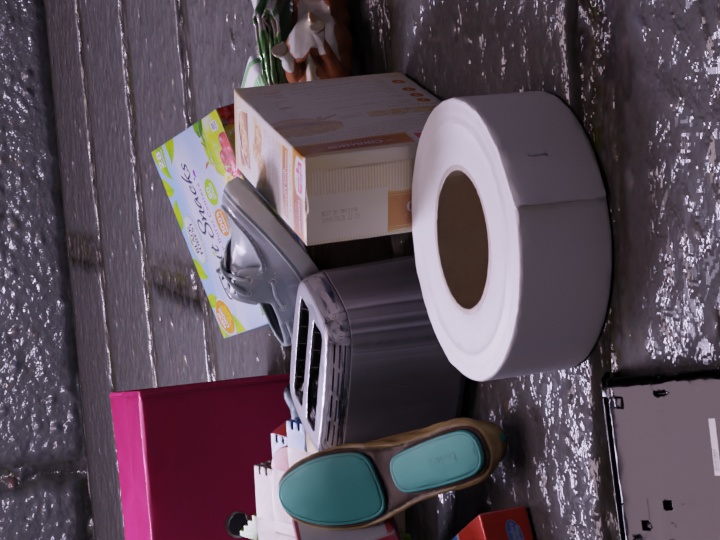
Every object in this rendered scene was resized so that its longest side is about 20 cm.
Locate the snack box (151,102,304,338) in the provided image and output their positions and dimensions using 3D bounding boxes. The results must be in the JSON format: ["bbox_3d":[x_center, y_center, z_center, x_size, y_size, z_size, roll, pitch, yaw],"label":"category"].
[{"bbox_3d":[-0.109,-0.048,1.587,0.168,0.067,0.201,-18,92,60],"label":"snack box"}]

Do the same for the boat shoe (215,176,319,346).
[{"bbox_3d":[-0.078,0.002,1.386,0.070,0.071,0.201,48,173,38],"label":"boat shoe"}]

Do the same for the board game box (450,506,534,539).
[{"bbox_3d":[0.112,0.304,1.308,0.153,0.040,0.201,121,139,-61],"label":"board game box"}]

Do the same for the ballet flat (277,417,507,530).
[{"bbox_3d":[0.029,0.162,1.328,0.199,0.063,0.069,-15,89,28],"label":"ballet flat"}]

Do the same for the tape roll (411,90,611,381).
[{"bbox_3d":[0.103,-0.025,1.184,0.202,0.070,0.204,174,90,-72],"label":"tape roll"}]

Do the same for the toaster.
[{"bbox_3d":[0.017,0.070,1.379,0.114,0.128,0.201,-121,31,-50],"label":"toaster"}]

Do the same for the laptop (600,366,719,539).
[{"bbox_3d":[0.208,0.147,1.016,0.199,0.103,0.179,-10,87,46],"label":"laptop"}]

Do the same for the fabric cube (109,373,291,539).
[{"bbox_3d":[-0.161,0.223,1.864,0.200,0.195,0.201,166,99,-72],"label":"fabric cube"}]

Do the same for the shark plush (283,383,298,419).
[{"bbox_3d":[-0.017,0.177,1.622,0.083,0.091,0.202,6,97,39],"label":"shark plush"}]

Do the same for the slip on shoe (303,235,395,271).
[{"bbox_3d":[0.000,0.000,1.442,0.061,0.076,0.200,55,169,26],"label":"slip on shoe"}]

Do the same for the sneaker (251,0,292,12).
[{"bbox_3d":[-0.088,-0.339,1.651,0.201,0.073,0.082,103,150,-43],"label":"sneaker"}]

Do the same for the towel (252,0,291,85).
[{"bbox_3d":[-0.069,-0.178,1.609,0.153,0.023,0.201,-82,-15,-63],"label":"towel"}]

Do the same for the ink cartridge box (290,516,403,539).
[{"bbox_3d":[0.011,0.278,1.415,0.145,0.083,0.201,-115,4,-67],"label":"ink cartridge box"}]

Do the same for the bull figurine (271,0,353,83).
[{"bbox_3d":[-0.038,-0.191,1.500,0.122,0.065,0.201,69,-168,-51],"label":"bull figurine"}]

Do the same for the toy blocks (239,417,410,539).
[{"bbox_3d":[-0.031,0.194,1.555,0.199,0.100,0.138,6,103,44],"label":"toy blocks"}]

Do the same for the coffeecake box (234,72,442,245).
[{"bbox_3d":[-0.003,-0.095,1.345,0.200,0.152,0.074,-133,39,-61],"label":"coffeecake box"}]

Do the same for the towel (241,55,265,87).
[{"bbox_3d":[-0.105,-0.114,1.830,0.153,0.023,0.201,117,143,-58],"label":"towel"}]
